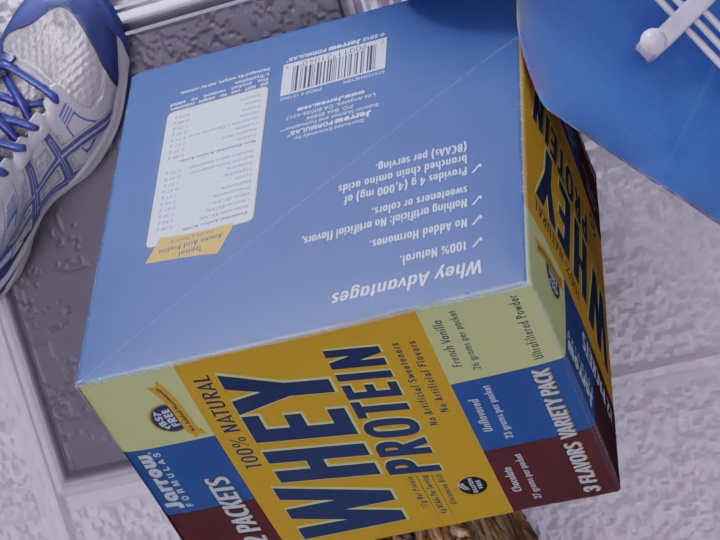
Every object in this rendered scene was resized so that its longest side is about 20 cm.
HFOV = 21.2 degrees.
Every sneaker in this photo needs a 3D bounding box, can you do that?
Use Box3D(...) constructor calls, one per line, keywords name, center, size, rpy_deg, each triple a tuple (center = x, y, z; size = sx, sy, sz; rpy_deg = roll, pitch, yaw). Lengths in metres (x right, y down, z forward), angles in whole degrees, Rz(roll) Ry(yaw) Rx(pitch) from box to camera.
Box3D(name="sneaker", center=(-0.181, -0.052, 0.968), size=(0.075, 0.088, 0.201), rpy_deg=(29, 106, 6))

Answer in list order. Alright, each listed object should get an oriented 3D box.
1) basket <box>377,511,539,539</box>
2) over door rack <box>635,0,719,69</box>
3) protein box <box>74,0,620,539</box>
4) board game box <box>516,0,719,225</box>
Box3D(name="basket", center=(0.029, 0.207, 0.954), size=(0.148, 0.143, 0.201), rpy_deg=(-22, 97, 16))
Box3D(name="over door rack", center=(0.186, -0.159, 0.789), size=(0.200, 0.067, 0.148), rpy_deg=(-44, 85, 15))
Box3D(name="protein box", center=(0.000, 0.000, 0.860), size=(0.198, 0.201, 0.135), rpy_deg=(-13, 133, 16))
Box3D(name="board game box", center=(0.153, -0.085, 0.868), size=(0.200, 0.158, 0.039), rpy_deg=(33, 146, -4))
